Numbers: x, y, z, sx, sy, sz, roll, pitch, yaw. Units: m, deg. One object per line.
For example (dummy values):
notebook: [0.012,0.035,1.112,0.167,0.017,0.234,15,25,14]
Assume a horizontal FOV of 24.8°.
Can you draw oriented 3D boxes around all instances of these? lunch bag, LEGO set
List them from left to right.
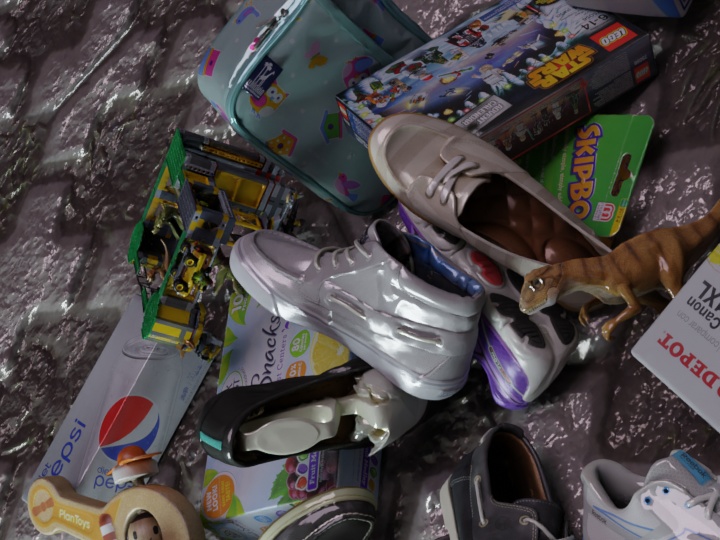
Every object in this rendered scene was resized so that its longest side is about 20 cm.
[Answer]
LEGO set: [-0.105,-0.017,1.296,0.155,0.115,0.200,-68,21,13]
lunch bag: [-0.017,-0.148,1.267,0.161,0.200,0.077,-49,41,5]

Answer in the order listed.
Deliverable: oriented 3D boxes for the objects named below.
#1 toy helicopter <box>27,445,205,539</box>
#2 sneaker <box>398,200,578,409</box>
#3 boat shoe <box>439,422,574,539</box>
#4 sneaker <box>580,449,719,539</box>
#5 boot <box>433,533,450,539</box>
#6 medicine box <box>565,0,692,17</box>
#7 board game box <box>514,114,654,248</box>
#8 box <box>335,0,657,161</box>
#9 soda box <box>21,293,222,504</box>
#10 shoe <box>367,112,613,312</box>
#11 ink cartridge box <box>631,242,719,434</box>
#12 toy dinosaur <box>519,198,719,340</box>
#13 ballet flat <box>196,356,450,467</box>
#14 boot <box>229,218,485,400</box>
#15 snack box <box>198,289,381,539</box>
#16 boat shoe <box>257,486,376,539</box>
toy helicopter: [-0.191,0.188,1.253,0.199,0.079,0.134,11,103,42]
sneaker: [0.073,0.015,1.157,0.084,0.080,0.201,-60,42,33]
boat shoe: [0.099,0.173,1.011,0.068,0.071,0.200,-53,26,22]
sneaker: [0.200,0.148,0.927,0.199,0.075,0.087,2,108,44]
boot: [-0.001,0.265,1.030,0.199,0.069,0.189,-29,36,10]
medicine box: [0.195,-0.315,1.152,0.102,0.182,0.201,14,68,35]
board game box: [0.128,-0.068,1.203,0.199,0.030,0.096,4,69,49]
box: [0.098,-0.137,1.204,0.199,0.040,0.137,-31,40,-12]
soda box: [-0.200,0.126,1.374,0.068,0.063,0.201,23,82,49]
shoe: [0.094,-0.044,1.099,0.070,0.199,0.053,-56,1,-9]
ink cartridge box: [0.278,0.024,0.948,0.200,0.083,0.146,-51,41,6]
toy dinosaur: [0.198,-0.005,1.054,0.199,0.107,0.060,-24,6,-24]
ballet flat: [-0.013,0.101,1.132,0.198,0.069,0.068,-14,17,-16]
boot: [0.000,0.000,1.127,0.199,0.073,0.096,30,126,20]
snack box: [-0.047,0.097,1.249,0.142,0.053,0.201,-20,51,37]
boat shoe: [-0.055,0.232,1.160,0.201,0.072,0.066,-43,47,23]
